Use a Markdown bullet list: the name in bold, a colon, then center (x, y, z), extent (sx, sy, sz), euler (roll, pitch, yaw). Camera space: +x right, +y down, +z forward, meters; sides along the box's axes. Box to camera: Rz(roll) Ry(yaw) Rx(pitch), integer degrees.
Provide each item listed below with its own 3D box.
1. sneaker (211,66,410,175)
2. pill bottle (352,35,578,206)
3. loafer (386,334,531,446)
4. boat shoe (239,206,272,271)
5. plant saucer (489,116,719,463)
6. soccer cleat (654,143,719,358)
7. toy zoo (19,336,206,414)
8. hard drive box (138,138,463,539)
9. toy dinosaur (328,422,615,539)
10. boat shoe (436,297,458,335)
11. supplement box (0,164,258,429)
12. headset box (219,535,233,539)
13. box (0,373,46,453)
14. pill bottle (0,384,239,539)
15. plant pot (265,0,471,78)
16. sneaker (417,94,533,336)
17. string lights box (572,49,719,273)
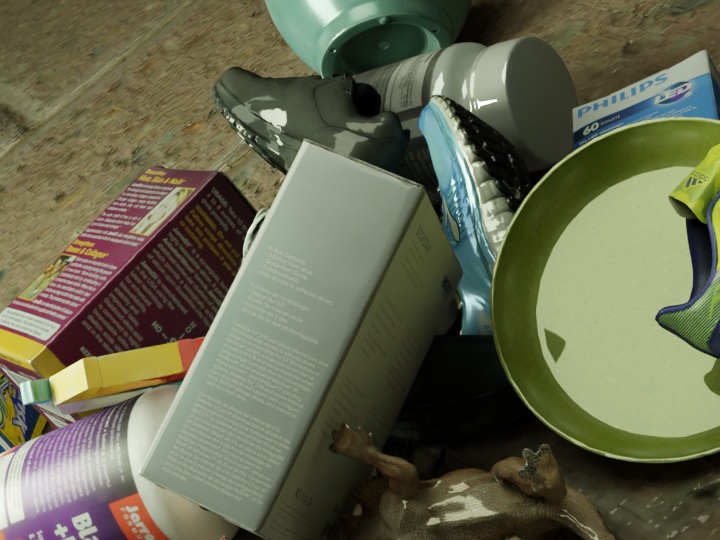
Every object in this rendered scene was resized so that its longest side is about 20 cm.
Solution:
- **sneaker**: center (-0.033, -0.107, 1.140), extent (0.091, 0.076, 0.200), euler (-50, 48, -1)
- **pill bottle**: center (0.056, -0.106, 1.177), extent (0.199, 0.114, 0.114), euler (-11, 36, 39)
- **loafer**: center (0.030, 0.070, 0.979), extent (0.200, 0.071, 0.068), euler (-13, 36, 37)
- **boat shoe**: center (-0.043, -0.011, 0.986), extent (0.076, 0.060, 0.200), euler (-62, -13, 6)
- **plant saucer**: center (0.170, 0.012, 0.871), extent (0.199, 0.031, 0.201), euler (-10, 66, 22)
- **soccer cleat**: center (0.208, -0.052, 0.817), extent (0.083, 0.065, 0.201), euler (15, 79, 12)
- **toy zoo**: center (-0.124, 0.065, 1.033), extent (0.199, 0.021, 0.131), euler (-10, -9, -20)
- **hard drive box**: center (-0.025, 0.053, 0.878), extent (0.077, 0.156, 0.201), euler (23, 78, 18)
- **toy dinosaur**: center (0.062, 0.132, 0.849), extent (0.199, 0.135, 0.086), euler (0, 80, 18)
- **boat shoe**: center (0.000, 0.000, 1.122), extent (0.071, 0.070, 0.200), euler (-39, 27, -7)
- **supplement box**: center (-0.167, 0.025, 1.166), extent (0.200, 0.103, 0.131), euler (-47, 25, -18)
- **headset box**: center (-0.051, 0.230, 0.818), extent (0.199, 0.077, 0.149), euler (5, 48, 50)
- **box**: center (-0.360, 0.151, 1.305), extent (0.199, 0.064, 0.070), euler (-24, 29, 23)
- **pill bottle**: center (-0.144, 0.141, 1.023), extent (0.199, 0.112, 0.112), euler (-24, 30, 24)
- **plant pot**: center (0.012, -0.235, 1.374), extent (0.200, 0.200, 0.135), euler (-24, 57, 22)
- **sneaker**: center (0.067, -0.030, 1.034), extent (0.090, 0.078, 0.201), euler (-35, 52, 25)
- **string lights box**: center (0.192, -0.052, 0.996), extent (0.102, 0.059, 0.200), euler (-23, 30, 22)
